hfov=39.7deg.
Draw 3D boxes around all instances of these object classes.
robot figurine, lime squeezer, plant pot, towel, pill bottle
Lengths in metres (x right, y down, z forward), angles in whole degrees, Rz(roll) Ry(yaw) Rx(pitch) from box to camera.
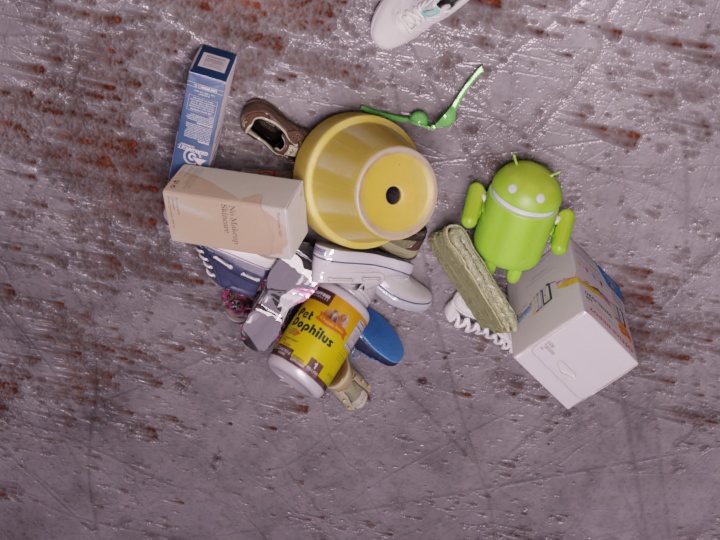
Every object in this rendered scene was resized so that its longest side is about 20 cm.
[{"bbox_3d":[0.246,-0.083,1.565,0.172,0.116,0.203,17,124,3],"label":"robot figurine"},{"bbox_3d":[0.101,-0.245,1.513,0.196,0.038,0.071,-15,122,15],"label":"lime squeezer"},{"bbox_3d":[0.018,-0.124,1.464,0.197,0.189,0.206,-5,103,-20],"label":"plant pot"},{"bbox_3d":[0.182,0.017,1.602,0.036,0.148,0.202,-34,92,-10],"label":"towel"},{"bbox_3d":[-0.058,0.096,1.619,0.108,0.202,0.110,30,163,10],"label":"pill bottle"}]

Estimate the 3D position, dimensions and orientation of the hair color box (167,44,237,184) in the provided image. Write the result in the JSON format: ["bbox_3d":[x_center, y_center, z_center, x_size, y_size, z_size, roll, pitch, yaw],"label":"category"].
[{"bbox_3d":[-0.242,-0.225,1.514,0.059,0.101,0.203,15,124,-5],"label":"hair color box"}]

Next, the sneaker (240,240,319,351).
[{"bbox_3d":[-0.130,0.030,1.626,0.080,0.086,0.201,39,100,-12],"label":"sneaker"}]

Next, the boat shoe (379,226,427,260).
[{"bbox_3d":[0.017,-0.085,1.615,0.197,0.074,0.065,21,119,-22],"label":"boat shoe"}]

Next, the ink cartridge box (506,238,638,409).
[{"bbox_3d":[0.340,0.085,1.622,0.147,0.202,0.144,40,119,-22],"label":"ink cartridge box"}]

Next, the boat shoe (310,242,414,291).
[{"bbox_3d":[0.000,0.000,1.565,0.197,0.073,0.067,9,100,-37],"label":"boat shoe"}]

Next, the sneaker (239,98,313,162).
[{"bbox_3d":[-0.101,-0.189,1.544,0.197,0.076,0.071,27,123,-13],"label":"sneaker"}]

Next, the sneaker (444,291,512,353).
[{"bbox_3d":[0.245,0.084,1.711,0.197,0.076,0.082,23,115,-12],"label":"sneaker"}]

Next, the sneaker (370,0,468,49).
[{"bbox_3d":[0.093,-0.372,1.396,0.198,0.089,0.075,-32,119,24],"label":"sneaker"}]

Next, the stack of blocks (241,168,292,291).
[{"bbox_3d":[-0.166,-0.064,1.644,0.112,0.059,0.203,3,125,3],"label":"stack of blocks"}]

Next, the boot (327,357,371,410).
[{"bbox_3d":[-0.032,0.187,1.734,0.072,0.200,0.155,-40,119,-5],"label":"boot"}]

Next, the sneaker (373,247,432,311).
[{"bbox_3d":[0.046,-0.001,1.663,0.198,0.074,0.071,30,125,-15],"label":"sneaker"}]

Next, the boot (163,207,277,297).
[{"bbox_3d":[-0.236,-0.028,1.593,0.197,0.073,0.091,27,118,-14],"label":"boot"}]

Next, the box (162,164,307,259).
[{"bbox_3d":[-0.182,-0.087,1.469,0.196,0.078,0.096,8,128,17],"label":"box"}]

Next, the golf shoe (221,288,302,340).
[{"bbox_3d":[-0.143,0.084,1.726,0.197,0.074,0.093,21,155,14],"label":"golf shoe"}]

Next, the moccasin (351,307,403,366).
[{"bbox_3d":[-0.011,0.097,1.743,0.199,0.081,0.068,42,134,-3],"label":"moccasin"}]
